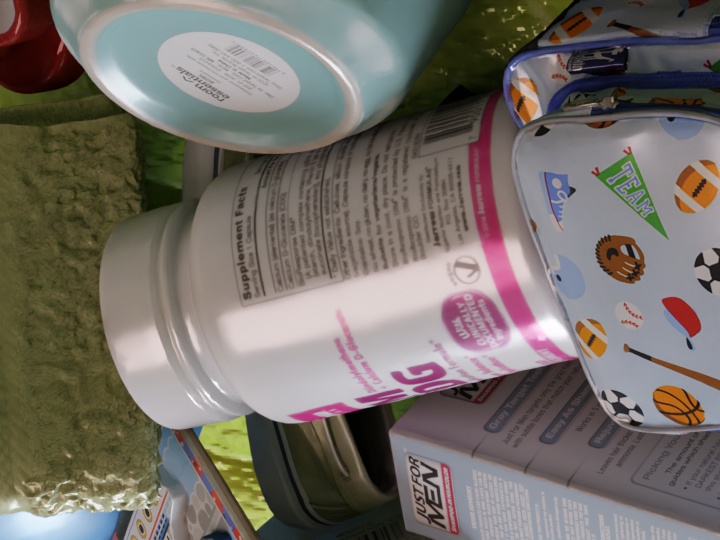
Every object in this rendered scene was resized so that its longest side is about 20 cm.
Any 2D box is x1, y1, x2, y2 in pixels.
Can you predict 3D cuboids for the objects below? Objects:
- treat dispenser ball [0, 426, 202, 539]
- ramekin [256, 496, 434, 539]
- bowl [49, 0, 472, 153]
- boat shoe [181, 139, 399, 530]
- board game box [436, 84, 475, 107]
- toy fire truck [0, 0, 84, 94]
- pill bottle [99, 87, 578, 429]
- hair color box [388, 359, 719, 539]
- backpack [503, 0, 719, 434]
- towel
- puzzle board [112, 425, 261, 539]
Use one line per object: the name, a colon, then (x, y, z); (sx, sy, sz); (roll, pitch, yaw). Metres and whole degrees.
treat dispenser ball: (-0.171, 0.047, 1.356); (0.201, 0.201, 0.201); (21, 135, 23)
ramekin: (0.033, 0.155, 1.294); (0.200, 0.200, 0.098); (-6, 113, 41)
bowl: (-0.044, -0.119, 1.126); (0.200, 0.105, 0.201); (11, 154, 5)
boat shoe: (-0.025, 0.017, 1.289); (0.062, 0.072, 0.200); (-15, 91, 34)
board game box: (0.094, 0.019, 1.254); (0.200, 0.032, 0.120); (39, 136, 5)
toy fire truck: (-0.220, -0.155, 1.313); (0.200, 0.112, 0.168); (-5, 96, 40)
pill bottle: (0.000, 0.000, 1.181); (0.200, 0.113, 0.114); (-14, 115, 25)
hair color box: (0.123, 0.085, 1.190); (0.200, 0.099, 0.061); (16, 134, 29)
backpack: (0.161, -0.032, 1.070); (0.190, 0.154, 0.200); (-9, 119, 32)
towel: (-0.159, 0.018, 1.240); (0.148, 0.200, 0.037); (-7, 156, -3)
puzzle board: (-0.075, 0.172, 1.277); (0.151, 0.017, 0.200); (56, 147, 25)
